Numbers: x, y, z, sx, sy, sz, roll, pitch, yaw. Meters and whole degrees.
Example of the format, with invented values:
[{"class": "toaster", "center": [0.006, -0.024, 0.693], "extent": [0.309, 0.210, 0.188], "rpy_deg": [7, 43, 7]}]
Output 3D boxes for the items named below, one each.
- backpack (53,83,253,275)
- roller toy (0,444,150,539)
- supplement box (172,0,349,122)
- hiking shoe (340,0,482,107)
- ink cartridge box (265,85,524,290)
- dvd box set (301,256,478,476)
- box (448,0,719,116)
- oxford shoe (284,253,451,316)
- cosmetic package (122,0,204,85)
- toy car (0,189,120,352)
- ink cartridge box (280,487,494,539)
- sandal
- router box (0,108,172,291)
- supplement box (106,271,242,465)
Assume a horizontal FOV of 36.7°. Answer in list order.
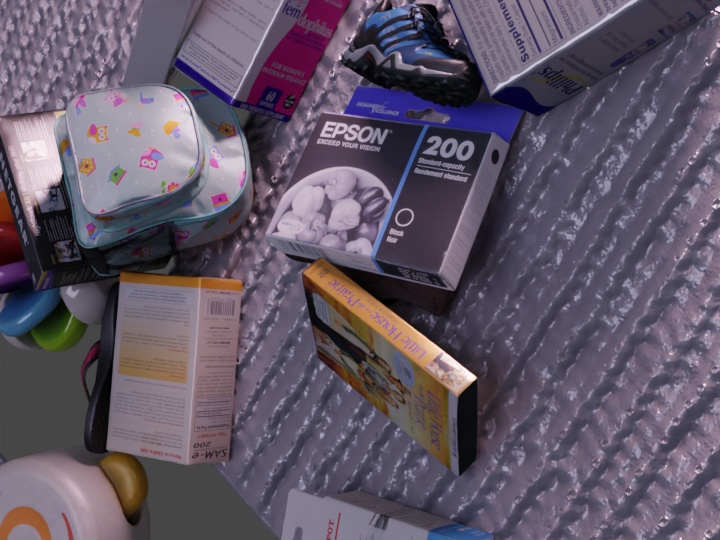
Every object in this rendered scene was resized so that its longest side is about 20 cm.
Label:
[{"class": "backpack", "center": [-0.212, -0.108, 1.147], "extent": [0.154, 0.198, 0.177], "rpy_deg": [109, 147, -64]}, {"class": "roller toy", "center": [-0.338, 0.293, 1.236], "extent": [0.181, 0.140, 0.202], "rpy_deg": [12, 95, 22]}, {"class": "supplement box", "center": [-0.092, -0.272, 1.136], "extent": [0.103, 0.101, 0.201], "rpy_deg": [36, 106, 29]}, {"class": "hiking shoe", "center": [0.052, -0.214, 1.029], "extent": [0.200, 0.074, 0.087], "rpy_deg": [31, 97, 52]}, {"class": "ink cartridge box", "center": [0.032, -0.094, 1.030], "extent": [0.197, 0.043, 0.201], "rpy_deg": [12, 69, 31]}, {"class": "dvd box set", "center": [0.028, 0.091, 1.019], "extent": [0.029, 0.147, 0.200], "rpy_deg": [-39, 59, -23]}, {"class": "box", "center": [0.181, -0.270, 0.954], "extent": [0.199, 0.105, 0.185], "rpy_deg": [-29, 72, 28]}, {"class": "oxford shoe", "center": [0.000, 0.000, 1.077], "extent": [0.198, 0.071, 0.073], "rpy_deg": [10, 98, 33]}, {"class": "cosmetic package", "center": [-0.200, -0.273, 1.161], "extent": [0.200, 0.050, 0.083], "rpy_deg": [-51, 14, 57]}, {"class": "toy car", "center": [-0.387, -0.003, 1.283], "extent": [0.174, 0.149, 0.202], "rpy_deg": [-19, 77, 30]}, {"class": "ink cartridge box", "center": [0.020, 0.284, 1.044], "extent": [0.198, 0.066, 0.117], "rpy_deg": [12, 93, 33]}, {"class": "sandal", "center": [-0.289, 0.111, 1.245], "extent": [0.045, 0.075, 0.202], "rpy_deg": [-4, 69, 22]}, {"class": "router box", "center": [-0.316, -0.087, 1.236], "extent": [0.052, 0.156, 0.202], "rpy_deg": [-47, 59, 53]}, {"class": "supplement box", "center": [-0.205, 0.106, 1.201], "extent": [0.125, 0.073, 0.202], "rpy_deg": [4, 89, 33]}]
